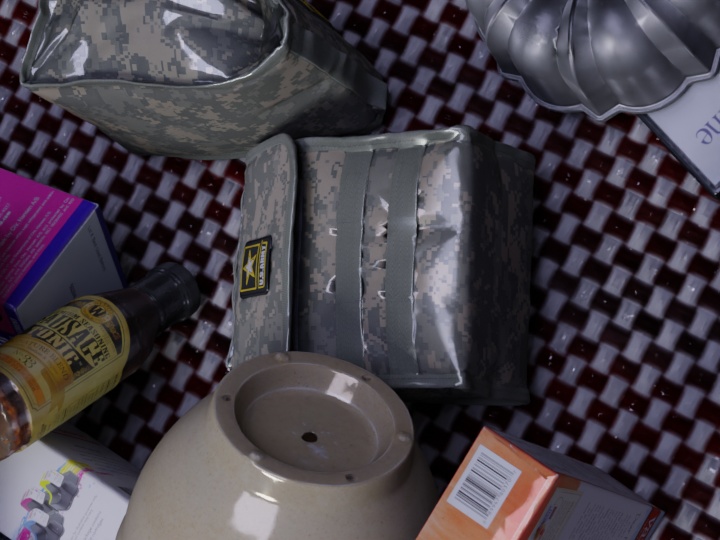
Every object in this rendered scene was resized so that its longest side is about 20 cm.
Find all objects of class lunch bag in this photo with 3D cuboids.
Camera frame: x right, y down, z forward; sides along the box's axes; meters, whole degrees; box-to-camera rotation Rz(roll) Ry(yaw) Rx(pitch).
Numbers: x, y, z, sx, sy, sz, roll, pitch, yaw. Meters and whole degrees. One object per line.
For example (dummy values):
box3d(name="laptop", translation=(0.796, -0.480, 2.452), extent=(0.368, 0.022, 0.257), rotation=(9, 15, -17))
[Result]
box3d(name="lunch bag", translation=(-0.093, -0.142, 1.575), extent=(0.199, 0.164, 0.118), rotation=(4, 78, 25))
box3d(name="lunch bag", translation=(0.000, 0.000, 1.524), extent=(0.199, 0.117, 0.165), rotation=(-2, 80, 30))

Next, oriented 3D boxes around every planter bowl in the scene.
box3d(name="planter bowl", translation=(-0.038, 0.134, 1.416), extent=(0.200, 0.200, 0.135), rotation=(35, 130, 26))

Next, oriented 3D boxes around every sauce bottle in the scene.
box3d(name="sauce bottle", translation=(-0.181, 0.051, 1.564), extent=(0.066, 0.200, 0.066), rotation=(19, 126, 28))

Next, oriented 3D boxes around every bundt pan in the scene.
box3d(name="bundt pan", translation=(0.150, -0.200, 1.509), extent=(0.201, 0.076, 0.203), rotation=(-6, 75, 23))

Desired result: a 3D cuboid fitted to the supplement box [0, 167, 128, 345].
box3d(name="supplement box", translation=(-0.273, -0.011, 1.641), extent=(0.199, 0.101, 0.103), rotation=(21, 59, 25))

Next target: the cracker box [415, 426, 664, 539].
box3d(name="cracker box", translation=(0.093, 0.172, 1.405), extent=(0.058, 0.200, 0.134), rotation=(33, 93, 27))

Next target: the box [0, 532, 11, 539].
box3d(name="box", translation=(-0.268, 0.272, 1.546), extent=(0.117, 0.200, 0.197), rotation=(-17, 73, 20))

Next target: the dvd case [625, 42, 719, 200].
box3d(name="dvd case", translation=(0.212, -0.161, 1.524), extent=(0.143, 0.018, 0.200), rotation=(-45, 66, 9))

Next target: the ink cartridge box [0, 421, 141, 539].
box3d(name="ink cartridge box", translation=(-0.183, 0.154, 1.580), extent=(0.200, 0.115, 0.068), rotation=(31, 92, 27))
